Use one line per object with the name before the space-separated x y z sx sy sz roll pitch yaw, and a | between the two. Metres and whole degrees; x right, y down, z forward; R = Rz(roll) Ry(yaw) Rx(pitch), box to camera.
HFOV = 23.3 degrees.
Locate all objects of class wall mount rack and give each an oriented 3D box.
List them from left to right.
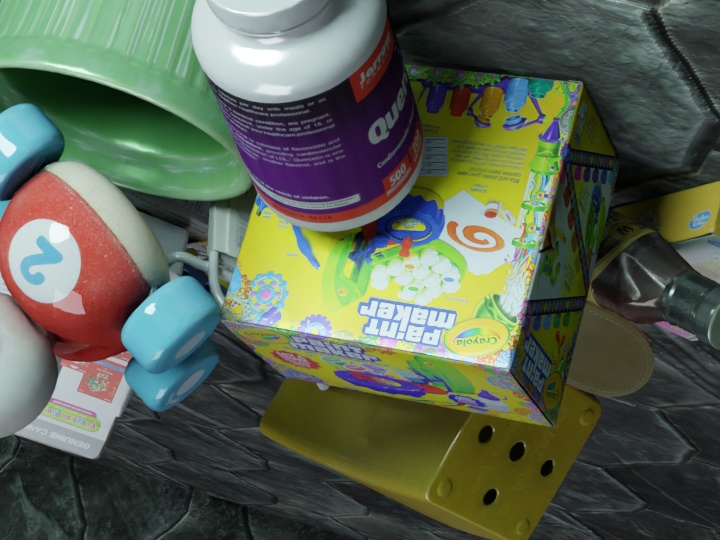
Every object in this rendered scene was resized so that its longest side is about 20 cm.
wall mount rack | -0.073 -0.009 1.264 0.173 0.201 0.075 27 132 -28

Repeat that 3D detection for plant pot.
plant pot | 0.075 0.113 1.442 0.200 0.201 0.176 31 179 -40

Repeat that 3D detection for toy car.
toy car | -0.220 0.038 1.102 0.184 0.200 0.177 46 163 10

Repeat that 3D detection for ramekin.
ramekin | -0.151 -0.130 1.137 0.199 0.098 0.200 15 164 4

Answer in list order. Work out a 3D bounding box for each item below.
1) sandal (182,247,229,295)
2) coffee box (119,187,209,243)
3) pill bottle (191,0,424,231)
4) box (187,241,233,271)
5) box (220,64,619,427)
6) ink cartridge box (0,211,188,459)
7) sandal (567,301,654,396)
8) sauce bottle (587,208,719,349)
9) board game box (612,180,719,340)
sandal | -0.198 0.006 1.375 0.199 0.088 0.080 16 166 3
coffee box | -0.194 -0.094 1.327 0.199 0.080 0.113 26 162 -30
pill bottle | -0.031 -0.116 1.012 0.112 0.113 0.200 11 153 18
box | -0.104 -0.036 1.486 0.199 0.049 0.158 7 160 31
box | 0.042 -0.021 1.137 0.199 0.194 0.122 9 162 24
ink cartridge box | -0.253 0.023 1.298 0.199 0.176 0.084 21 -157 -11
sandal | 0.149 0.025 1.353 0.211 0.070 0.078 27 126 -36
sauce bottle | 0.177 -0.004 1.184 0.200 0.066 0.066 28 176 44
board game box | 0.251 -0.002 1.265 0.152 0.041 0.200 24 162 -24
